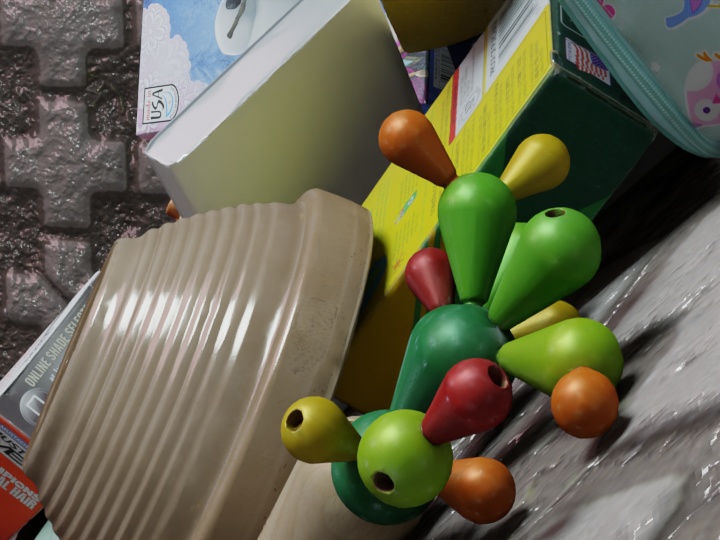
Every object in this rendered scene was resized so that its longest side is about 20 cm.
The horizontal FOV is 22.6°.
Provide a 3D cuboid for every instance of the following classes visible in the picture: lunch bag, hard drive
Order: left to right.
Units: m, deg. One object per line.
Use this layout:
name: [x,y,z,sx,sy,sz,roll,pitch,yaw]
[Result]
hard drive: [-0.015,-0.029,0.873,0.027,0.201,0.132,29,66,38]
lunch bag: [0.128,-0.146,0.677,0.077,0.161,0.200,-36,10,37]

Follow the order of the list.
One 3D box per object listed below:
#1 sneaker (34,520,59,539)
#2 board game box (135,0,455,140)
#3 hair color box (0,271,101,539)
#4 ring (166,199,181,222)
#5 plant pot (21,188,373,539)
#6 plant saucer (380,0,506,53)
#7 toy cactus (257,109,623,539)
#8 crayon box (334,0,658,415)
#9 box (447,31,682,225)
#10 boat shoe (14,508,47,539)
sneaker: [-0.111,0.110,1.012,0.118,0.074,0.201,-44,11,44]
board game box: [-0.033,-0.176,0.991,0.198,0.202,0.043,-3,-9,36]
hair color box: [-0.192,0.094,1.043,0.200,0.064,0.111,-43,11,52]
ring: [-0.103,-0.021,1.113,0.202,0.019,0.200,-64,-3,-5]
plant pot: [-0.076,0.052,0.725,0.201,0.092,0.202,-158,90,-80]
plant saucer: [0.071,-0.201,0.786,0.201,0.048,0.200,-62,-14,-5]
toy cactus: [0.013,0.041,0.580,0.165,0.102,0.200,-53,10,23]
crayon box: [0.041,-0.022,0.732,0.200,0.051,0.127,-53,14,29]
box: [0.098,-0.112,0.832,0.121,0.032,0.201,-43,35,23]
boat shoe: [-0.143,0.140,1.123,0.200,0.072,0.068,-49,-11,-29]
